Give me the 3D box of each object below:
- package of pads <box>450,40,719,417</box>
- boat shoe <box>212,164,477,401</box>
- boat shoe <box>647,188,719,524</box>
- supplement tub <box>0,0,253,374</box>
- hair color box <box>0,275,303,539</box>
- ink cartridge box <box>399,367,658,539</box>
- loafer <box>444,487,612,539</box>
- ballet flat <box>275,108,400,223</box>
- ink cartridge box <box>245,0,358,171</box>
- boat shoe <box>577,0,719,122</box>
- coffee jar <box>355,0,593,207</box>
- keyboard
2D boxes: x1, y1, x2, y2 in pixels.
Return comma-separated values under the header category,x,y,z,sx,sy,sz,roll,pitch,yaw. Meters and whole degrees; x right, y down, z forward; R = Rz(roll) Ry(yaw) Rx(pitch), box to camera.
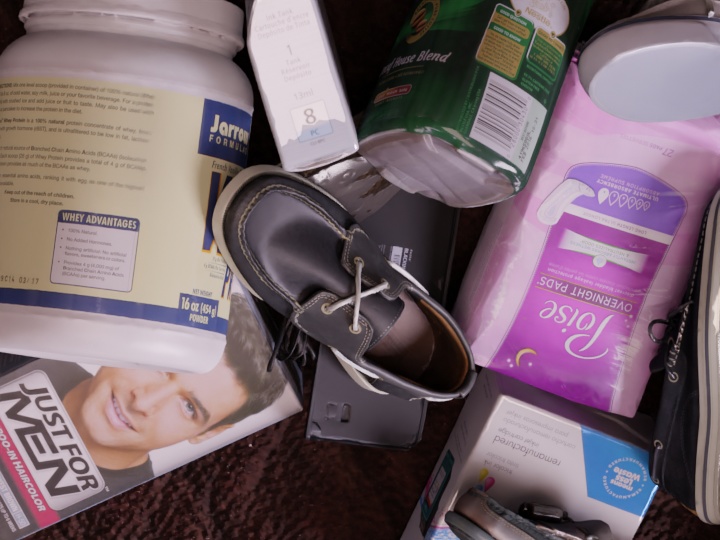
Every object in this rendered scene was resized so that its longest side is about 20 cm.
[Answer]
category,x,y,z,sx,sy,sz,roll,pitch,yaw
package of pads,0.136,-0.026,1.514,0.120,0.076,0.201,18,108,-9
boat shoe,-0.005,0.009,1.436,0.072,0.067,0.200,-55,132,-10
boat shoe,0.197,0.045,1.487,0.062,0.074,0.201,18,114,39
supplement tub,-0.135,-0.050,1.435,0.144,0.145,0.201,7,86,-4
hair color box,-0.143,0.071,1.547,0.199,0.061,0.099,-25,108,6
ink cartridge box,0.091,0.167,1.584,0.116,0.067,0.201,21,107,-11
loafer,0.136,0.174,1.527,0.200,0.072,0.063,37,84,-23
ballet flat,0.013,-0.077,1.480,0.199,0.046,0.068,-34,151,-12
ink cartridge box,-0.052,-0.170,1.412,0.047,0.160,0.201,-17,109,3
boat shoe,0.189,-0.139,1.447,0.201,0.086,0.075,-8,149,-34
coffee jar,0.075,-0.140,1.417,0.085,0.104,0.201,29,72,-21
keyboard,0.000,0.000,1.526,0.103,0.040,0.201,9,92,-24
